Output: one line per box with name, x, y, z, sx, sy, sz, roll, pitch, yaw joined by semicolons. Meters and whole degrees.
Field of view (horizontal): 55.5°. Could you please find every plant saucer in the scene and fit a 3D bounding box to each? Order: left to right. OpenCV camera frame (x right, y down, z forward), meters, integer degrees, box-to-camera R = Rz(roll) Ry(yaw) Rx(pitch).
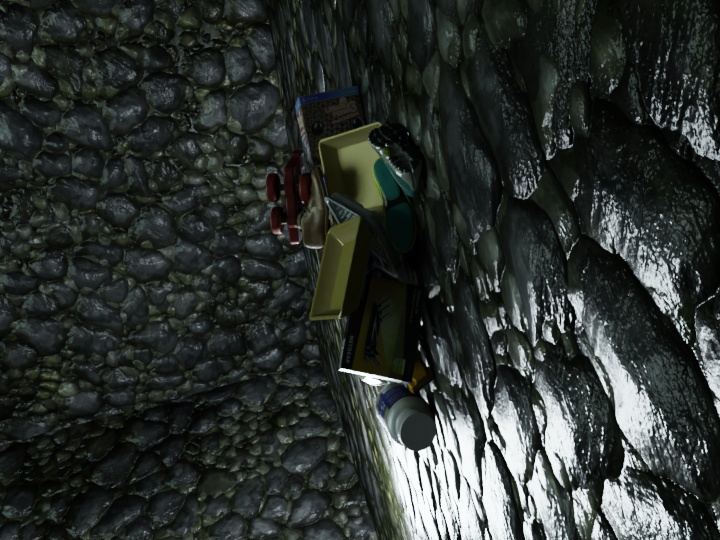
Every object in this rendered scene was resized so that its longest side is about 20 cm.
plant saucer;-0.035;0.005;1.414;0.199;0.047;0.207;167;115;-68
plant saucer;0.005;-0.214;1.548;0.196;0.048;0.207;-7;97;41

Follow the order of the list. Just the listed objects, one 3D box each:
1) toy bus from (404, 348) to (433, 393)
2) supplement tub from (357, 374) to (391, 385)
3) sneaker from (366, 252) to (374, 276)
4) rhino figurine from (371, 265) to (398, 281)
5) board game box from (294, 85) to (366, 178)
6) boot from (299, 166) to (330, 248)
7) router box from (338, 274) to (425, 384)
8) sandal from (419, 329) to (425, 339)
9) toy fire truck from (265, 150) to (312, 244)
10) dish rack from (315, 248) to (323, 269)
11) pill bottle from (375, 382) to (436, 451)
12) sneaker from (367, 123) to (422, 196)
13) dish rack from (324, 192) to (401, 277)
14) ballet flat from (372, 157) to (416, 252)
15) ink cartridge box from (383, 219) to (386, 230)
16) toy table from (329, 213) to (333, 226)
toy bus;0.088;0.183;1.577;0.201;0.064;0.079;50;164;41
supplement tub;0.051;0.215;1.745;0.200;0.141;0.150;121;135;-76
sneaker;0.000;0.000;1.572;0.200;0.087;0.081;138;140;-67
rhino figurine;0.079;0.065;1.629;0.205;0.059;0.087;66;160;-8
board game box;-0.065;-0.334;1.706;0.097;0.155;0.207;173;84;-79
boot;-0.108;-0.141;1.597;0.074;0.073;0.205;-99;5;-60
router box;0.046;0.122;1.439;0.052;0.152;0.207;123;157;-75
sandal;0.057;0.102;1.538;0.197;0.046;0.075;33;170;-2
toy fire truck;-0.160;-0.182;1.713;0.169;0.108;0.206;-71;-20;-64
dish rack;-0.069;0.004;1.770;0.171;0.042;0.207;7;-109;-81
pill bottle;0.111;0.352;1.645;0.200;0.116;0.124;-149;47;-77
sneaker;0.067;-0.220;1.343;0.203;0.075;0.081;-112;5;-45
dish rack;0.014;-0.084;1.484;0.170;0.044;0.201;35;164;40
ballet flat;0.075;-0.139;1.436;0.067;0.065;0.206;3;-110;-78
ink cartridge box;0.024;-0.115;1.677;0.146;0.081;0.206;110;146;-73
toy table;-0.083;-0.171;2.137;0.186;0.113;0.204;91;165;-52
